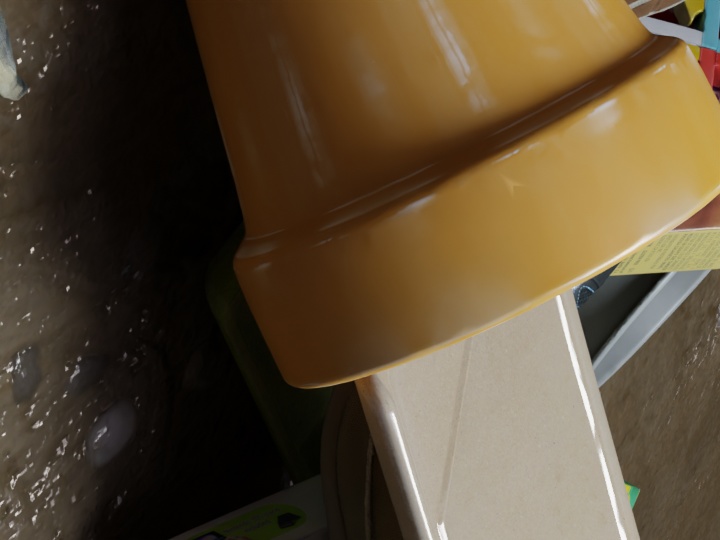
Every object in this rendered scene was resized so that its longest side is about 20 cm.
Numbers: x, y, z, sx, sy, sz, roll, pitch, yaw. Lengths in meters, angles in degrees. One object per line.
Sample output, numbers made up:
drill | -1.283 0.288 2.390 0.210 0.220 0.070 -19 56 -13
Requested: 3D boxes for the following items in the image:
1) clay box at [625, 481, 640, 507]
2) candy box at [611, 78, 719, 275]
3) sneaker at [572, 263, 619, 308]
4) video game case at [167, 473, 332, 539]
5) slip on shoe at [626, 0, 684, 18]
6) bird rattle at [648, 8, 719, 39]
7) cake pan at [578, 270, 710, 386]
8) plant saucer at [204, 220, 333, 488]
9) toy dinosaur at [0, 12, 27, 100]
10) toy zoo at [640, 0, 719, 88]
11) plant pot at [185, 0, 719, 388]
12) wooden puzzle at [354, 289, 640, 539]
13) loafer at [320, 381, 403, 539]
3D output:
clay box | 0.125 0.181 1.227 0.200 0.047 0.116 24 89 -60
candy box | 0.214 -0.064 1.035 0.199 0.117 0.057 -3 154 -16
sneaker | 0.082 0.000 0.924 0.200 0.073 0.082 -33 143 -31
video game case | -0.021 0.198 0.885 0.181 0.045 0.201 -17 118 -43
slip on shoe | 0.102 -0.155 0.956 0.199 0.061 0.076 -26 152 -26
bird rattle | 0.232 -0.111 1.163 0.200 0.113 0.164 -22 144 -48
cake pan | 0.183 0.001 1.142 0.200 0.037 0.200 -44 167 -13
plant saucer | 0.000 0.000 0.898 0.200 0.048 0.200 -53 147 -25
toy dinosaur | -0.152 -0.098 0.587 0.088 0.047 0.201 -57 153 -31
toy zoo | 0.190 -0.116 1.012 0.020 0.199 0.132 115 -12 -60
plant pot | 0.019 -0.082 0.715 0.200 0.200 0.184 -34 100 -45
wooden puzzle | 0.062 0.092 0.795 0.200 0.037 0.186 -38 116 -56
loafer | 0.026 0.118 0.818 0.076 0.067 0.201 -10 109 -46
